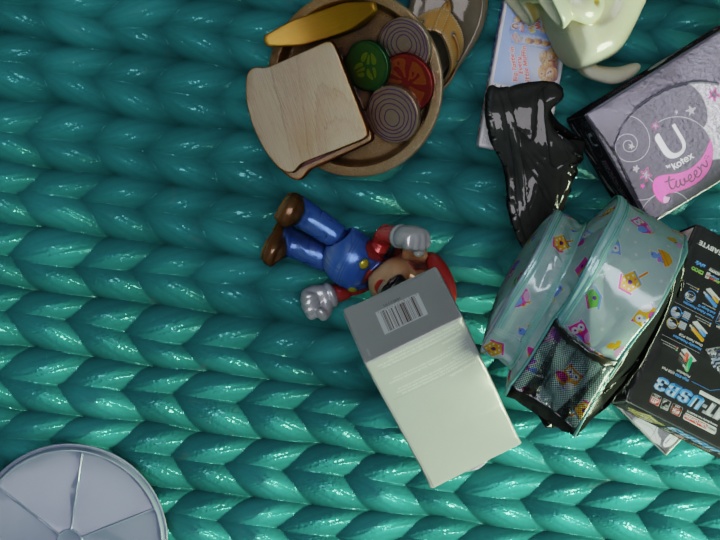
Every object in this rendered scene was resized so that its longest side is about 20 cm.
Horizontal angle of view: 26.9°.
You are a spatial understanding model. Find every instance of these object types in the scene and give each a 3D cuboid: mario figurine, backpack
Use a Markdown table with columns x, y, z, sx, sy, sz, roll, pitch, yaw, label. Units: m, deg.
| x | y | z | sx | sy | sz | roll | pitch | yaw | label |
| --- | --- | --- | --- | --- | --- | --- | --- | --- | --- |
| 0.000 | 0.000 | 1.495 | 0.199 | 0.124 | 0.106 | 23 | 71 | 3 | mario figurine |
| 0.213 | 0.026 | 1.414 | 0.153 | 0.176 | 0.200 | 38 | 118 | 0 | backpack |

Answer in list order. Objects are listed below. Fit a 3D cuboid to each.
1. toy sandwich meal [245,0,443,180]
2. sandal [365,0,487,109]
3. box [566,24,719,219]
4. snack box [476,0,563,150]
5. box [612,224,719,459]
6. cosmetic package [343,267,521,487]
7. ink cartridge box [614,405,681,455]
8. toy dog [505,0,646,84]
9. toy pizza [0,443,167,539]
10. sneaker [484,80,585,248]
| x | y | z | sx | sy | sz | roll | pitch | yaw | label |
| --- | --- | --- | --- | --- | --- | --- | --- | --- | --- |
| -0.019 | -0.181 | 1.485 | 0.204 | 0.070 | 0.206 | 3 | 100 | 18 | toy sandwich meal |
| 0.067 | -0.222 | 1.514 | 0.080 | 0.054 | 0.200 | 29 | 93 | -2 | sandal |
| 0.327 | -0.148 | 1.491 | 0.200 | 0.115 | 0.132 | -31 | 93 | 2 | box |
| 0.170 | -0.218 | 1.530 | 0.072 | 0.024 | 0.201 | 10 | 93 | -2 | snack box |
| 0.376 | 0.085 | 1.508 | 0.199 | 0.050 | 0.199 | 26 | 79 | -7 | box |
| 0.072 | 0.107 | 1.471 | 0.107 | 0.090 | 0.200 | -25 | 132 | 0 | cosmetic package |
| 0.274 | 0.084 | 1.542 | 0.200 | 0.039 | 0.099 | 44 | 93 | -2 | ink cartridge box |
| 0.253 | -0.299 | 1.452 | 0.200 | 0.140 | 0.194 | -40 | 98 | -4 | toy dog |
| -0.297 | 0.276 | 1.549 | 0.199 | 0.032 | 0.201 | 0 | 94 | -2 | toy pizza |
| 0.183 | -0.093 | 1.494 | 0.090 | 0.076 | 0.201 | -13 | 111 | 7 | sneaker |
